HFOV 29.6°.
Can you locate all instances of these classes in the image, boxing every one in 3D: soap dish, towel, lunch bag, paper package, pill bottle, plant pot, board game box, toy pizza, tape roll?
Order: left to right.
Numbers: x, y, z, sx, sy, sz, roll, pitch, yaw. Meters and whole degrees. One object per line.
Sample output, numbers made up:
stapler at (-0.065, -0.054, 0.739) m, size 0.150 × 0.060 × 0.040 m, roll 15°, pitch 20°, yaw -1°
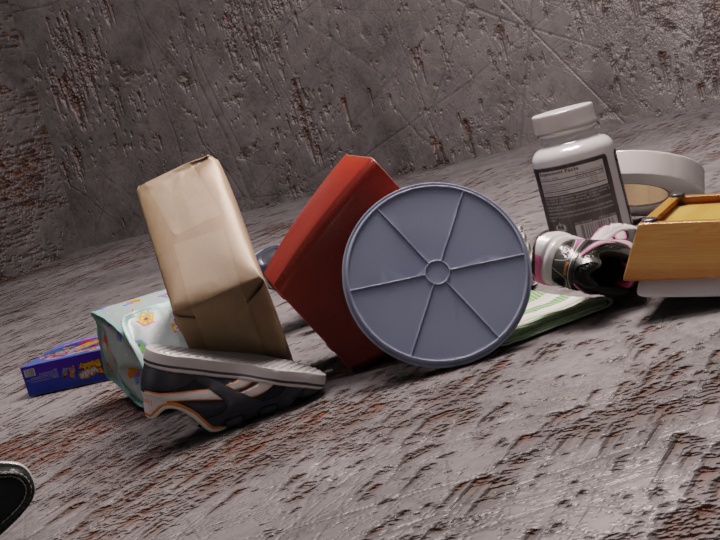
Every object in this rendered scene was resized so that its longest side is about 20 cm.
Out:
board game box at (-0.366, 0.123, 1.962) m, size 0.200 × 0.045 × 0.134 m, roll -13°, pitch 9°, yaw 16°
lunch bag at (-0.217, 0.088, 1.669) m, size 0.170 × 0.122 × 0.200 m, roll -17°, pitch 16°, yaw -24°
paper package at (-0.160, 0.012, 1.530) m, size 0.103 × 0.191 × 0.200 m, roll -21°, pitch 50°, yaw -4°
plant pot at (0.000, 0.000, 1.567) m, size 0.176 × 0.200 × 0.200 m, roll -43°, pitch 11°, yaw -2°
toy pizza at (0.080, 0.005, 1.438) m, size 0.200 × 0.200 × 0.032 m, roll -16°, pitch -13°, yaw -4°
towel at (0.167, 0.049, 1.543) m, size 0.152 × 0.023 × 0.200 m, roll -18°, pitch 8°, yaw -22°
pill bottle at (0.288, -0.114, 1.787) m, size 0.111 × 0.200 × 0.111 m, roll -15°, pitch 7°, yaw 2°
tape roll at (0.381, -0.120, 1.911) m, size 0.203 × 0.037 × 0.203 m, roll 2°, pitch -14°, yaw 1°
soap dish at (0.374, -0.032, 1.430) m, size 0.157 × 0.081 × 0.200 m, roll -2°, pitch 12°, yaw 25°

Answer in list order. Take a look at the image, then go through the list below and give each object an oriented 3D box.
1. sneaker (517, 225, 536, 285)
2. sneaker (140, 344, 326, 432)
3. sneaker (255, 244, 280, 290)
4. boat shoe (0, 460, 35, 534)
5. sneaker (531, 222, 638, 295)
sneaker at (0.172, -0.003, 1.763) m, size 0.099 × 0.070 × 0.200 m, roll -21°, pitch 3°, yaw 12°
sneaker at (-0.136, 0.127, 1.437) m, size 0.200 × 0.080 × 0.078 m, roll 8°, pitch 5°, yaw -22°
sneaker at (-0.053, -0.046, 1.879) m, size 0.202 × 0.077 × 0.146 m, roll -11°, pitch -34°, yaw -45°
boat shoe at (-0.370, 0.231, 1.177) m, size 0.200 × 0.076 × 0.060 m, roll -31°, pitch 12°, yaw -19°
sneaker at (0.278, -0.001, 1.493) m, size 0.200 × 0.080 × 0.086 m, roll -9°, pitch 23°, yaw -41°
